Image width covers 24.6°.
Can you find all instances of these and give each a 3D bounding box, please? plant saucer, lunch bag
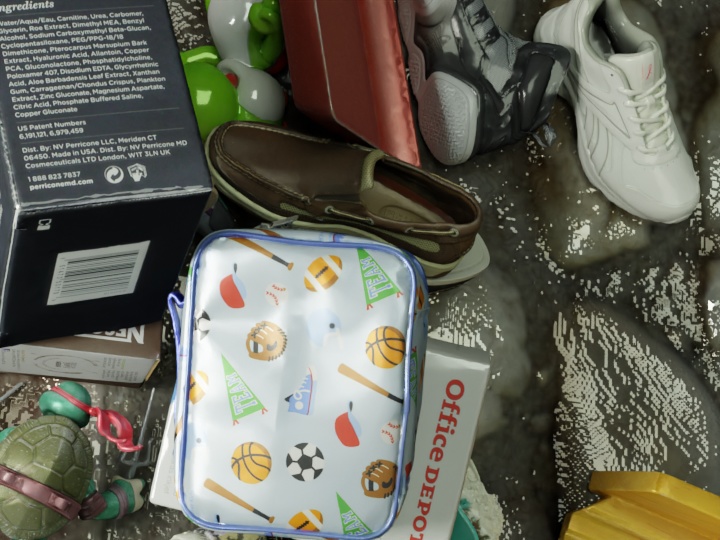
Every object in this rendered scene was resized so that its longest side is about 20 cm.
[{"bbox_3d":[-0.015,-0.177,1.198,0.037,0.200,0.200,-13,77,17],"label":"plant saucer"},{"bbox_3d":[-0.041,0.066,1.027,0.160,0.076,0.200,5,91,7],"label":"lunch bag"}]

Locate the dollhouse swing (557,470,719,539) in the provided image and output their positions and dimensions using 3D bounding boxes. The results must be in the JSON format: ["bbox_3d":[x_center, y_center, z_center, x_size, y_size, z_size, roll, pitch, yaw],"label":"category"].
[{"bbox_3d":[0.238,0.248,1.140,0.181,0.176,0.200,24,70,-9],"label":"dollhouse swing"}]

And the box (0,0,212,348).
[{"bbox_3d":[-0.181,-0.086,1.013,0.117,0.197,0.200,-8,69,-20],"label":"box"}]

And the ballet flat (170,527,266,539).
[{"bbox_3d":[-0.139,0.224,1.083,0.072,0.072,0.200,43,69,-1],"label":"ballet flat"}]

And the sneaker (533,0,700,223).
[{"bbox_3d":[0.207,-0.130,1.280,0.078,0.099,0.200,-28,84,-22],"label":"sneaker"}]

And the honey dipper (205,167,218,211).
[{"bbox_3d":[-0.140,-0.130,1.141,0.038,0.038,0.200,-9,64,-19],"label":"honey dipper"}]

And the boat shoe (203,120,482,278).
[{"bbox_3d":[-0.008,-0.064,1.146,0.202,0.075,0.075,19,58,-15],"label":"boat shoe"}]

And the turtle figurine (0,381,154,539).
[{"bbox_3d":[-0.220,0.141,1.078,0.150,0.101,0.200,28,76,-3],"label":"turtle figurine"}]

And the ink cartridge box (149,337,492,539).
[{"bbox_3d":[-0.024,0.104,1.105,0.200,0.086,0.147,13,92,5],"label":"ink cartridge box"}]

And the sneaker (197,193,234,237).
[{"bbox_3d":[-0.182,-0.076,1.175,0.200,0.074,0.088,43,87,5],"label":"sneaker"}]

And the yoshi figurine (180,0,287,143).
[{"bbox_3d":[-0.100,-0.165,1.200,0.112,0.112,0.200,5,75,-4],"label":"yoshi figurine"}]

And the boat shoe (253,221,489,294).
[{"bbox_3d":[0.000,0.000,1.202,0.200,0.060,0.074,-7,53,-31],"label":"boat shoe"}]

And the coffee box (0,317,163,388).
[{"bbox_3d":[-0.235,0.008,1.114,0.200,0.080,0.115,8,68,-14],"label":"coffee box"}]

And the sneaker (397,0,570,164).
[{"bbox_3d":[0.096,-0.183,1.278,0.114,0.075,0.200,-6,82,-19],"label":"sneaker"}]

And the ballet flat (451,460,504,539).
[{"bbox_3d":[0.036,0.121,1.184,0.072,0.072,0.200,-32,88,-22],"label":"ballet flat"}]
